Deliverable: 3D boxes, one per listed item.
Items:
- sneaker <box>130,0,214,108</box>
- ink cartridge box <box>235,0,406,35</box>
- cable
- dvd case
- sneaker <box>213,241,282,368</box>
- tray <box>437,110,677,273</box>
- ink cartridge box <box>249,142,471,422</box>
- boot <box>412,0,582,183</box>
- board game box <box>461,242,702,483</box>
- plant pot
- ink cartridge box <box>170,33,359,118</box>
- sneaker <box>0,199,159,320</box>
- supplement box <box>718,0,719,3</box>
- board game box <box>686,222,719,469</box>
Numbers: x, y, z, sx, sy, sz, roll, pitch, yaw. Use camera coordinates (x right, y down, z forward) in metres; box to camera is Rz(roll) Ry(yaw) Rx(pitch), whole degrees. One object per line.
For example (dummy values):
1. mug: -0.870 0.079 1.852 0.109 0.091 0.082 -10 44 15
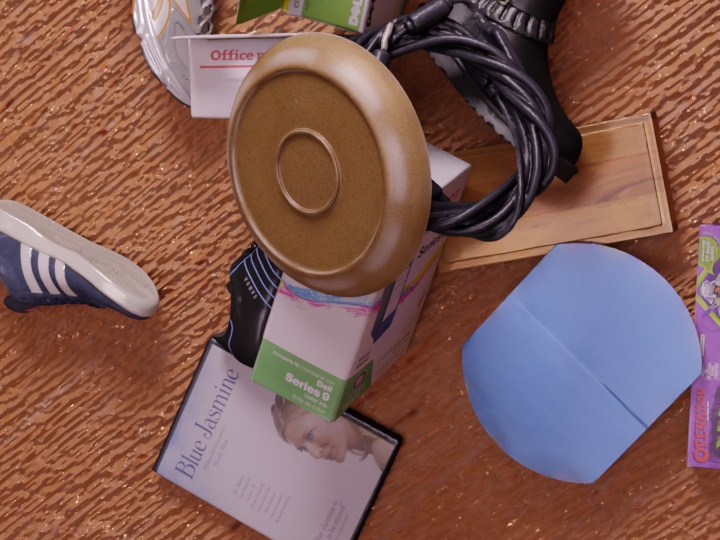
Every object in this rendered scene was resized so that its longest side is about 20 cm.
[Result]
1. sneaker: -0.152 -0.237 1.449 0.092 0.076 0.201 -23 91 14
2. ink cartridge box: -0.016 -0.259 1.288 0.075 0.200 0.148 18 111 14
3. cable: 0.058 -0.110 1.257 0.163 0.051 0.201 -19 70 -11
4. dvd case: -0.076 0.165 1.501 0.199 0.018 0.143 28 105 13
5. sneaker: -0.070 -0.011 1.450 0.078 0.070 0.201 23 98 26
6. tray: 0.154 -0.064 1.390 0.199 0.037 0.099 -10 94 18
7. ink cartridge box: 0.000 0.000 1.362 0.087 0.145 0.201 26 120 16
8. boot: 0.144 -0.191 1.334 0.158 0.079 0.211 -44 68 15
9. board game box: 0.184 0.073 1.395 0.158 0.039 0.200 44 107 8
10. plant pot: -0.033 -0.075 1.241 0.199 0.027 0.201 14 112 39
11. ink cartridge box: -0.066 -0.158 1.361 0.115 0.200 0.068 1 97 18
12. sneaker: -0.272 0.012 1.518 0.199 0.075 0.085 29 103 23
13. supplement box: 0.352 -0.176 1.279 0.101 0.103 0.201 -28 89 20
14. board game box: 0.329 0.064 1.354 0.119 0.032 0.201 4 97 13
